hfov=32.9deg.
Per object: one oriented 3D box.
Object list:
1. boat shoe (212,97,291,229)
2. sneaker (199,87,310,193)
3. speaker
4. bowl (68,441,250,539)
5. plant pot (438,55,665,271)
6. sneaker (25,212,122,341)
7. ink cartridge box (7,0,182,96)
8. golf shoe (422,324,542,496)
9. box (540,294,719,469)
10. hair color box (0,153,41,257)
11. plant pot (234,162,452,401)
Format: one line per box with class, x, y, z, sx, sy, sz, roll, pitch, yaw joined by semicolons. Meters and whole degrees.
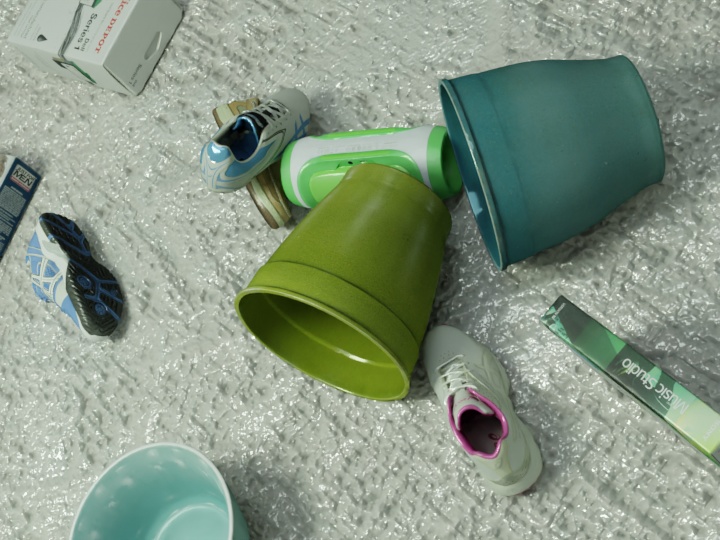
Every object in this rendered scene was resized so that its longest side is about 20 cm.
boat shoe;-0.114;-0.139;1.465;0.076;0.072;0.201;-24;58;-4
sneaker;-0.113;-0.160;1.401;0.072;0.073;0.200;31;45;9
speaker;0.013;-0.116;1.373;0.198;0.088;0.089;-2;65;26
bowl;-0.193;0.290;1.270;0.199;0.105;0.203;-11;62;23
plant pot;0.196;-0.125;1.230;0.186;0.201;0.201;-19;58;1
sneaker;-0.358;0.019;1.518;0.077;0.075;0.201;-52;51;23
ink cartridge box;-0.364;-0.337;1.675;0.199;0.084;0.147;18;76;33
golf shoe;0.111;0.123;1.204;0.075;0.092;0.201;-36;54;8
box;0.264;0.110;1.098;0.200;0.144;0.036;39;91;36
hair color box;-0.520;-0.061;1.637;0.099;0.061;0.201;14;73;31
plant pot;0.000;0.000;1.273;0.199;0.201;0.194;13;62;31
